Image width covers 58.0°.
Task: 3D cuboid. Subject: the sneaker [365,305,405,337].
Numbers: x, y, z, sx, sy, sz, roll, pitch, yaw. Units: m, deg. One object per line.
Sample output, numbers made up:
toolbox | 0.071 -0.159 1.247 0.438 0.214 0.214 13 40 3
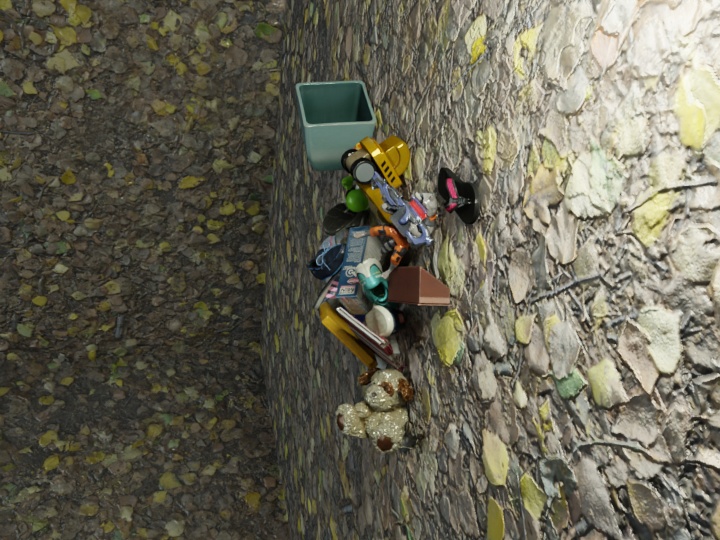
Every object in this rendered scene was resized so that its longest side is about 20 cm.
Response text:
sneaker | 0.069 0.114 1.499 0.200 0.084 0.075 158 104 -79

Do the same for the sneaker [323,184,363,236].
sneaker | -0.035 -0.136 1.801 0.201 0.075 0.116 -55 -24 -37

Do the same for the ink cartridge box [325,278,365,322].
ink cartridge box | -0.042 0.060 1.874 0.044 0.094 0.200 -53 31 20

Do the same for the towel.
towel | 0.026 0.159 1.490 0.144 0.023 0.200 35 168 28

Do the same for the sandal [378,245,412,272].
sandal | 0.072 -0.027 1.517 0.200 0.081 0.055 115 169 -63

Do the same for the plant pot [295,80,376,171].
plant pot | -0.075 -0.394 1.837 0.200 0.195 0.197 96 165 -50

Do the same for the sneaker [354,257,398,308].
sneaker | 0.042 0.049 1.500 0.200 0.077 0.080 49 -167 -56

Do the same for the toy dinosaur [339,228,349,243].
toy dinosaur | -0.016 -0.024 1.776 0.077 0.102 0.201 -122 36 -62

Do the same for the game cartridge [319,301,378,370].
game cartridge | -0.034 0.163 1.636 0.032 0.176 0.200 -45 8 3

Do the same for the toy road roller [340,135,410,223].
toy road roller | 0.060 -0.225 1.524 0.200 0.146 0.123 55 -179 -28

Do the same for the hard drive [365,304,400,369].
hard drive | 0.055 0.169 1.674 0.132 0.026 0.200 106 158 -46

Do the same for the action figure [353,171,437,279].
action figure | 0.079 -0.107 1.364 0.193 0.105 0.200 -38 71 26

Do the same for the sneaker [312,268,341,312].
sneaker | -0.045 0.043 1.731 0.200 0.082 0.070 -53 6 28

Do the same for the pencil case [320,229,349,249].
pencil case | -0.065 -0.074 1.980 0.200 0.083 0.091 146 124 -71

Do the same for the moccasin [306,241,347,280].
moccasin | -0.092 -0.023 1.717 0.200 0.068 0.081 -40 21 54

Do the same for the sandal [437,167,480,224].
sandal | 0.171 -0.141 1.213 0.200 0.045 0.075 -121 34 -61

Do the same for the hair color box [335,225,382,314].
hair color box | 0.000 0.000 1.620 0.100 0.060 0.200 51 -138 -50

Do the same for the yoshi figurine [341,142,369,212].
yoshi figurine | 0.012 -0.226 1.669 0.200 0.112 0.113 101 154 -44

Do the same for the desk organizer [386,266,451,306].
desk organizer | 0.119 0.031 1.360 0.200 0.072 0.077 179 92 -74

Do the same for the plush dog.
plush dog | 0.061 0.313 1.508 0.200 0.160 0.172 12 91 46
